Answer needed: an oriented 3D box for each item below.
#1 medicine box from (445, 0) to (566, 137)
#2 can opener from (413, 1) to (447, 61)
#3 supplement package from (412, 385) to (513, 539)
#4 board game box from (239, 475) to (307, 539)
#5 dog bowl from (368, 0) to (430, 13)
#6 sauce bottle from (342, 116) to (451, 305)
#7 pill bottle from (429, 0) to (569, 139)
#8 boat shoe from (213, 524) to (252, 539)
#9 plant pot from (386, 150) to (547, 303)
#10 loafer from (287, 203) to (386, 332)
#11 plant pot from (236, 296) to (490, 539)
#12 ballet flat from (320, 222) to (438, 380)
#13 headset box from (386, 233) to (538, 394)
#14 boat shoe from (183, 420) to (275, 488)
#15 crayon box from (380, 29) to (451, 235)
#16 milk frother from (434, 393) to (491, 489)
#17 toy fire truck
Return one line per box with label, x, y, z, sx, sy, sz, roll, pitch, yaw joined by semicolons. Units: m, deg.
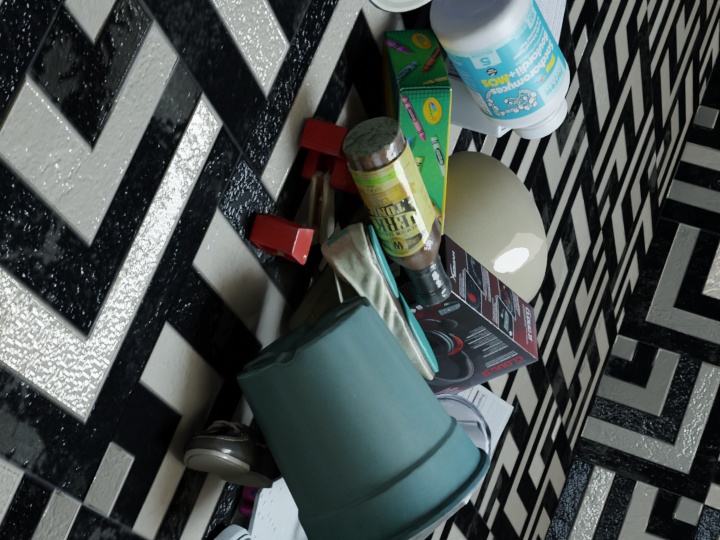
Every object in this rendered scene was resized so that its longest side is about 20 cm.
medicine box;0.172;-0.283;1.703;0.200;0.102;0.185;-39;141;-58
can opener;0.084;-0.314;1.545;0.066;0.053;0.203;24;83;-38
supplement package;0.085;0.240;1.787;0.157;0.110;0.200;-58;-178;-34
board game box;-0.099;0.312;1.581;0.200;0.026;0.203;-17;122;-67
dog bowl;0.045;-0.343;1.279;0.199;0.074;0.201;-38;150;-27
sauce bottle;0.043;-0.053;1.376;0.065;0.064;0.201;-56;134;-38
pill bottle;0.161;-0.233;1.529;0.200;0.110;0.112;50;58;-45
boat shoe;-0.149;0.352;1.408;0.073;0.070;0.201;82;31;-50
plant pot;0.101;-0.024;1.634;0.134;0.199;0.203;-23;131;-39
loafer;0.000;0.000;1.455;0.201;0.067;0.076;-57;174;13
plant pot;-0.010;0.146;1.332;0.198;0.199;0.200;59;33;-6
ballet flat;0.017;0.037;1.404;0.068;0.062;0.202;-102;168;-58
headset box;0.095;0.062;1.554;0.199;0.147;0.076;37;40;-40
boat shoe;-0.124;0.169;1.348;0.200;0.066;0.058;58;36;-71
crayon box;0.056;-0.140;1.498;0.120;0.057;0.202;-101;-170;-51
milk frother;0.050;0.241;1.546;0.180;0.188;0.201;-36;103;-18
toy fire truck;-0.035;-0.077;1.393;0.200;0.048;0.143;8;99;-71
